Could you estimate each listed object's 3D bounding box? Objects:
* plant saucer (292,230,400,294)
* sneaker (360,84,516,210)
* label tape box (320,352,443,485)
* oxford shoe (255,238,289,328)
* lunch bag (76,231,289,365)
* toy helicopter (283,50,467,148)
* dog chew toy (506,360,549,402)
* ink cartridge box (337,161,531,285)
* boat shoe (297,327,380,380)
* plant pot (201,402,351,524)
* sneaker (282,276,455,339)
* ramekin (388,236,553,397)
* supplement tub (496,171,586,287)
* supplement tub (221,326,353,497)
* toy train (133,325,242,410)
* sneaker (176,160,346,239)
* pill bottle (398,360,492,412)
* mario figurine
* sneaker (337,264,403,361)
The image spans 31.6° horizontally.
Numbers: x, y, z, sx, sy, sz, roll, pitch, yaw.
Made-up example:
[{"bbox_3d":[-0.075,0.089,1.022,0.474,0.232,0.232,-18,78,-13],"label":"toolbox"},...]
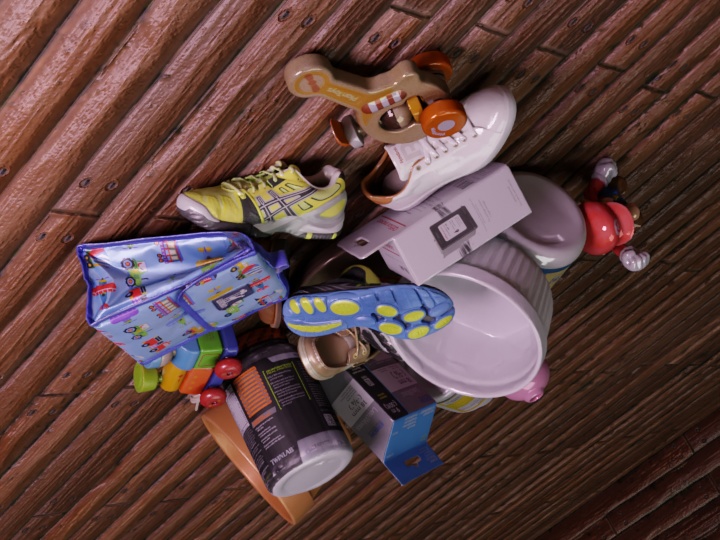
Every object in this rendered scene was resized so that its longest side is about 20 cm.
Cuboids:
[{"bbox_3d":[0.000,0.000,1.618,0.200,0.030,0.200,-23,155,-11],"label":"plant saucer"},{"bbox_3d":[0.083,-0.131,1.395,0.200,0.073,0.085,-41,156,27],"label":"sneaker"},{"bbox_3d":[0.039,0.195,1.793,0.063,0.200,0.144,-51,162,22],"label":"label tape box"},{"bbox_3d":[-0.119,0.011,1.492,0.071,0.071,0.200,4,155,1],"label":"oxford shoe"},{"bbox_3d":[-0.171,0.012,1.329,0.200,0.094,0.151,-16,157,6],"label":"lunch bag"},{"bbox_3d":[0.000,-0.169,1.264,0.200,0.079,0.132,13,143,-41],"label":"toy helicopter"},{"bbox_3d":[0.201,0.099,1.816,0.124,0.200,0.125,-23,156,-11],"label":"dog chew toy"},{"bbox_3d":[0.083,-0.049,1.472,0.200,0.067,0.116,-33,-163,-8],"label":"ink cartridge box"},{"bbox_3d":[-0.019,0.095,1.695,0.066,0.074,0.200,-26,178,23],"label":"boat shoe"},{"bbox_3d":[-0.108,0.236,1.790,0.140,0.200,0.200,-41,158,-14],"label":"plant pot"},{"bbox_3d":[0.010,0.035,1.480,0.199,0.083,0.071,-1,117,10],"label":"sneaker"},{"bbox_3d":[0.139,0.047,1.545,0.200,0.200,0.105,-57,-178,47],"label":"ramekin"},{"bbox_3d":[0.186,-0.016,1.644,0.144,0.145,0.200,-12,150,-33],"label":"supplement tub"},{"bbox_3d":[-0.103,0.181,1.650,0.122,0.200,0.123,-23,155,-11],"label":"supplement tub"},{"bbox_3d":[-0.230,0.133,1.576,0.116,0.085,0.200,-2,146,-27],"label":"toy train"},{"bbox_3d":[-0.102,-0.078,1.329,0.200,0.075,0.077,-2,112,-39],"label":"sneaker"},{"bbox_3d":[0.145,0.164,1.992,0.111,0.111,0.200,-35,155,14],"label":"pill bottle"},{"bbox_3d":[0.345,-0.075,1.682,0.106,0.123,0.200,-64,170,21],"label":"mario figurine"},{"bbox_3d":[0.029,0.034,1.612,0.090,0.078,0.200,-55,151,-14],"label":"sneaker"}]
